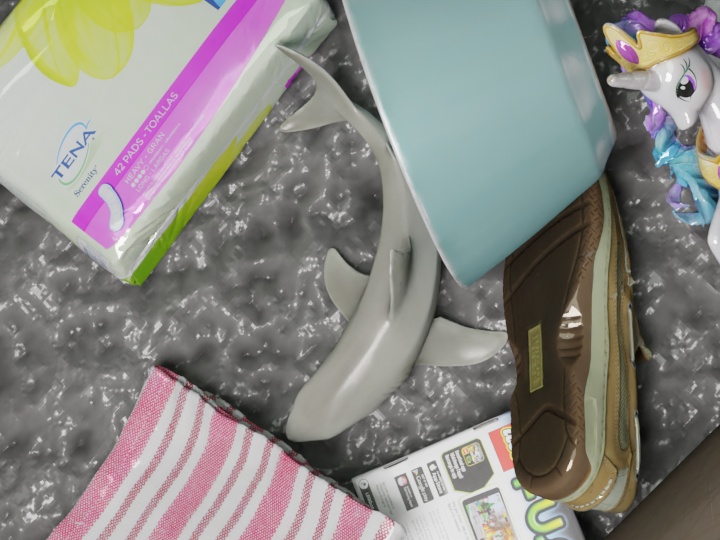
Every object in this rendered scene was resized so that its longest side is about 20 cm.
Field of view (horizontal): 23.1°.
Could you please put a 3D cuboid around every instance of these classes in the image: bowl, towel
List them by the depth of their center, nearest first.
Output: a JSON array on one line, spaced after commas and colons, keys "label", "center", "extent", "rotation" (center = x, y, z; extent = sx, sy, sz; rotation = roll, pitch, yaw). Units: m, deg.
[{"label": "bowl", "center": [0.066, -0.104, 0.915], "extent": [0.104, 0.201, 0.203], "rotation": [-21, 76, 9]}, {"label": "towel", "center": [-0.084, 0.153, 0.951], "extent": [0.199, 0.030, 0.147], "rotation": [29, 85, 38]}]

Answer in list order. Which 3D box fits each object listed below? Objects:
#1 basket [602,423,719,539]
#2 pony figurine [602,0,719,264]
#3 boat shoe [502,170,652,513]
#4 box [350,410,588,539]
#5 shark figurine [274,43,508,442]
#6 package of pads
[{"label": "basket", "center": [0.191, 0.157, 0.855], "extent": [0.199, 0.136, 0.181], "rotation": [-36, 43, -5]}, {"label": "pony figurine", "center": [0.220, -0.084, 0.905], "extent": [0.201, 0.166, 0.193], "rotation": [52, 56, -10]}, {"label": "boat shoe", "center": [0.123, 0.035, 0.953], "extent": [0.071, 0.076, 0.202], "rotation": [-23, 52, 48]}, {"label": "box", "center": [0.081, 0.186, 0.944], "extent": [0.109, 0.035, 0.202], "rotation": [-23, 76, 6]}, {"label": "shark figurine", "center": [0.012, -0.019, 0.972], "extent": [0.126, 0.089, 0.217], "rotation": [-5, 80, 9]}, {"label": "package of pads", "center": [-0.134, -0.117, 1.028], "extent": [0.154, 0.068, 0.201], "rotation": [36, 87, 15]}]
